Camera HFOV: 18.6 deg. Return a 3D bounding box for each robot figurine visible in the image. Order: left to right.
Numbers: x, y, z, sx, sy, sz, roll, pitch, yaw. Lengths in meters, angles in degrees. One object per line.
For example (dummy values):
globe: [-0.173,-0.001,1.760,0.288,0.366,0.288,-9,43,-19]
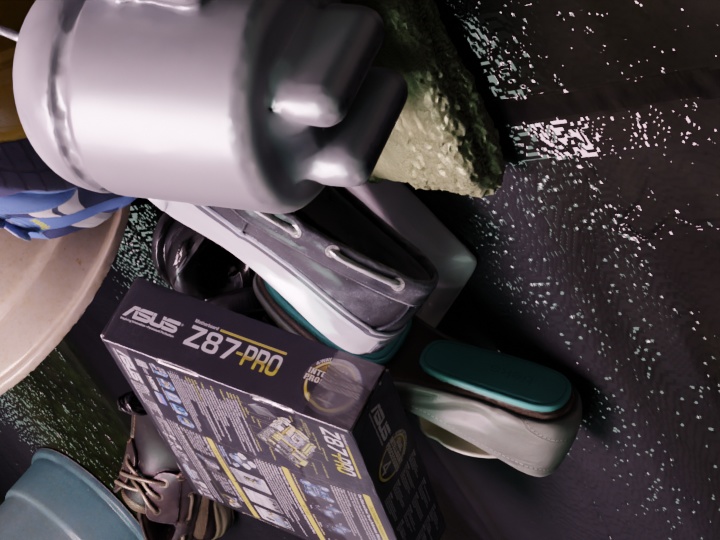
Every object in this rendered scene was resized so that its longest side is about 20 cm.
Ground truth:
robot figurine: [-0.080,-0.088,1.034,0.198,0.113,0.170,8,140,26]

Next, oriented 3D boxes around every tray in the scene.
tray: [0.000,0.000,1.266,0.107,0.022,0.200,46,156,7]

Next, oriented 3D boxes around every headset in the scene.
headset: [-0.090,0.015,1.314,0.124,0.093,0.201,59,148,32]

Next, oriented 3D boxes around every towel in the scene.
towel: [-0.010,-0.124,1.081,0.148,0.036,0.201,11,136,52]

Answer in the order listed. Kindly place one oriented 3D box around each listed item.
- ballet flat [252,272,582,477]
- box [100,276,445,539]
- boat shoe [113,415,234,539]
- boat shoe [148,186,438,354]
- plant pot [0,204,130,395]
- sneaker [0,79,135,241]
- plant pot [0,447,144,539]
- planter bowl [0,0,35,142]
ballet flat: [0.025,0.058,1.206,0.199,0.067,0.064,24,130,15]
box: [-0.045,0.094,1.241,0.160,0.049,0.200,21,156,24]
boat shoe: [-0.146,0.160,1.683,0.074,0.073,0.201,32,151,31]
boat shoe: [-0.046,-0.042,1.135,0.200,0.072,0.068,41,125,-2]
plant pot: [-0.277,-0.044,1.385,0.183,0.201,0.200,39,163,-31]
sneaker: [-0.181,-0.052,1.173,0.082,0.199,0.074,-36,72,26]
plant pot: [-0.299,0.302,2.002,0.200,0.196,0.201,38,155,21]
planter bowl: [-0.177,-0.171,1.088,0.083,0.200,0.201,33,152,28]
